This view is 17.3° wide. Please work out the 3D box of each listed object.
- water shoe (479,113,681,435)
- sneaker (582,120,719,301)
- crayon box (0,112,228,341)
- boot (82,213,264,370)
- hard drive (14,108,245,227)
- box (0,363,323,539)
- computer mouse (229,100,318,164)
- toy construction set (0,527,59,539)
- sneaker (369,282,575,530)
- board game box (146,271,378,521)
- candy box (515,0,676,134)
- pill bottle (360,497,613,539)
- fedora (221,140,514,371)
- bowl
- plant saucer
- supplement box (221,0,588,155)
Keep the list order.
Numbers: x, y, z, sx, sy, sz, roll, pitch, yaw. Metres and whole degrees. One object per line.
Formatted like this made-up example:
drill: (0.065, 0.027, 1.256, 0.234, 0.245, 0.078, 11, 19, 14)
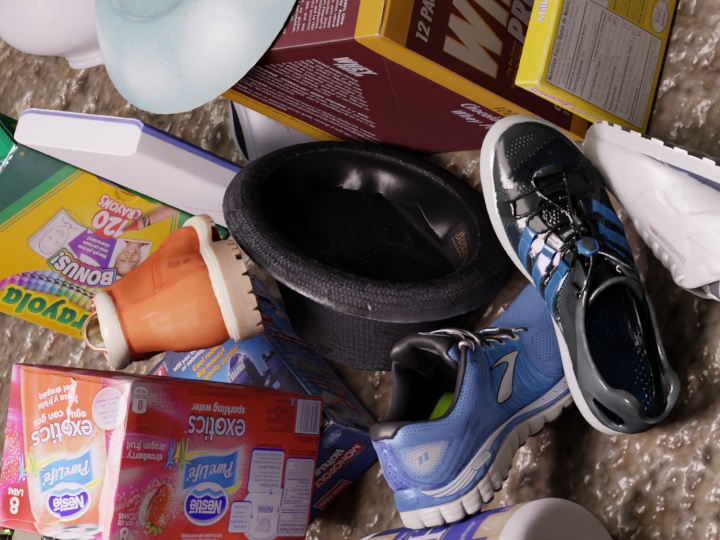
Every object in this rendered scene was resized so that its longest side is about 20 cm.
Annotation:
water shoe: (0.135, -0.004, 1.367, 0.200, 0.071, 0.079, 66, 163, 2)
sneaker: (0.193, -0.029, 1.372, 0.200, 0.076, 0.081, 31, 107, 49)
crayon box: (-0.206, -0.022, 1.667, 0.119, 0.200, 0.058, -56, 43, 12)
boot: (-0.129, 0.017, 1.510, 0.200, 0.107, 0.075, -150, 40, -80)
hard drive: (-0.116, -0.062, 1.594, 0.132, 0.200, 0.025, 9, 80, 46)
box: (-0.119, 0.114, 1.437, 0.095, 0.200, 0.100, 5, 88, 34)
computer mouse: (-0.067, -0.160, 1.674, 0.110, 0.044, 0.200, -13, 62, -7)
toy construction set: (-0.200, 0.218, 1.590, 0.200, 0.092, 0.131, -132, 30, -67)
sneaker: (0.071, 0.061, 1.395, 0.078, 0.089, 0.200, -13, 26, 41)
board game box: (-0.095, 0.098, 1.610, 0.200, 0.062, 0.200, -44, 47, 23)
candy box: (0.157, -0.191, 1.448, 0.026, 0.102, 0.200, 3, 76, 50)
pill bottle: (0.048, 0.206, 1.381, 0.200, 0.120, 0.120, -17, 62, 39)
fedora: (0.000, 0.000, 1.512, 0.201, 0.200, 0.092, 46, 138, 44)
bowl: (-0.194, -0.213, 1.785, 0.201, 0.090, 0.201, -22, 18, 7)
plant saucer: (-0.110, -0.198, 1.473, 0.201, 0.039, 0.201, -19, 62, 40)
supplement box: (0.018, -0.168, 1.506, 0.200, 0.197, 0.133, -2, 72, 45)
